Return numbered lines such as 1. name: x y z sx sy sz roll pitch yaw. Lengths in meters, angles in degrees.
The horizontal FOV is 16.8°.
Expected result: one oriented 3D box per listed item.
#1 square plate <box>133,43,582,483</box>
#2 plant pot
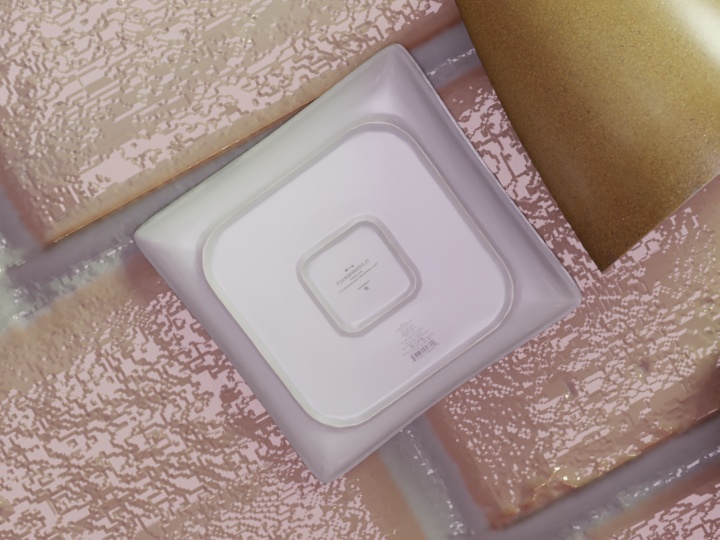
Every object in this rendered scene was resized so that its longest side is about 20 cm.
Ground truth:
1. square plate: 0.000 0.000 1.460 0.200 0.028 0.198 -36 100 5
2. plant pot: 0.143 -0.133 1.378 0.186 0.186 0.200 -41 85 6
